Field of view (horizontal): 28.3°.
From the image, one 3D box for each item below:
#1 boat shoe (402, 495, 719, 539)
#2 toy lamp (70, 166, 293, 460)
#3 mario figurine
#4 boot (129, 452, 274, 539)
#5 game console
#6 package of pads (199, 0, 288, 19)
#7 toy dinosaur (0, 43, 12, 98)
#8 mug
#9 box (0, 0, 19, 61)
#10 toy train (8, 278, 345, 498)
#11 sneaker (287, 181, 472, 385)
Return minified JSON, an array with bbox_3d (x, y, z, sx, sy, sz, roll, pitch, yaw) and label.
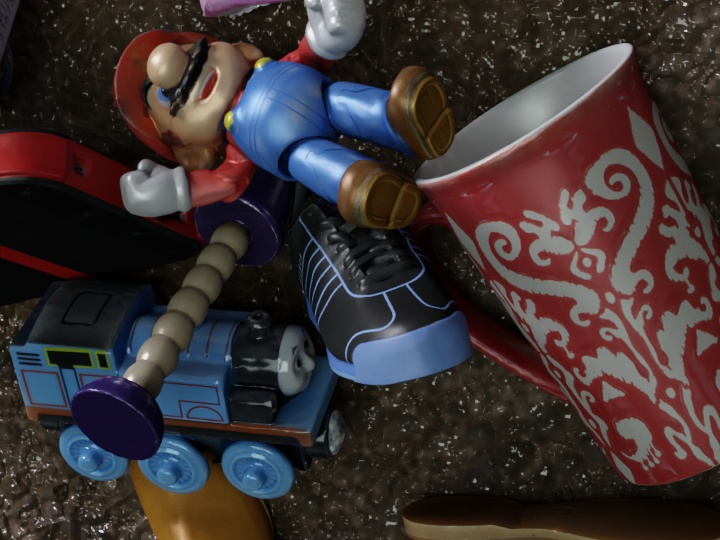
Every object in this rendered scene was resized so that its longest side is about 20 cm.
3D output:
[{"bbox_3d":[0.121,0.173,0.842,0.198,0.070,0.071,-2,99,25],"label":"boat shoe"},{"bbox_3d":[-0.090,0.012,0.784,0.058,0.201,0.059,16,136,16],"label":"toy lamp"},{"bbox_3d":[-0.059,-0.084,0.730,0.199,0.123,0.107,17,130,35],"label":"mario figurine"},{"bbox_3d":[-0.094,0.201,0.871,0.071,0.144,0.202,-33,96,21],"label":"boot"},{"bbox_3d":[-0.199,-0.025,0.811,0.175,0.200,0.031,-13,73,21],"label":"game console"},{"bbox_3d":[-0.040,-0.238,0.755,0.119,0.076,0.202,-4,106,16],"label":"package of pads"},{"bbox_3d":[-0.256,-0.090,0.883,0.105,0.199,0.182,-46,115,-19],"label":"toy dinosaur"},{"bbox_3d":[0.128,0.001,0.776,0.133,0.177,0.201,-37,101,-17],"label":"mug"},{"bbox_3d":[-0.291,-0.186,0.783,0.198,0.105,0.186,8,72,13],"label":"box"},{"bbox_3d":[-0.108,0.069,0.853,0.198,0.087,0.115,4,128,15],"label":"toy train"},{"bbox_3d":[0.000,0.000,0.761,0.070,0.200,0.079,-19,107,-13],"label":"sneaker"}]
